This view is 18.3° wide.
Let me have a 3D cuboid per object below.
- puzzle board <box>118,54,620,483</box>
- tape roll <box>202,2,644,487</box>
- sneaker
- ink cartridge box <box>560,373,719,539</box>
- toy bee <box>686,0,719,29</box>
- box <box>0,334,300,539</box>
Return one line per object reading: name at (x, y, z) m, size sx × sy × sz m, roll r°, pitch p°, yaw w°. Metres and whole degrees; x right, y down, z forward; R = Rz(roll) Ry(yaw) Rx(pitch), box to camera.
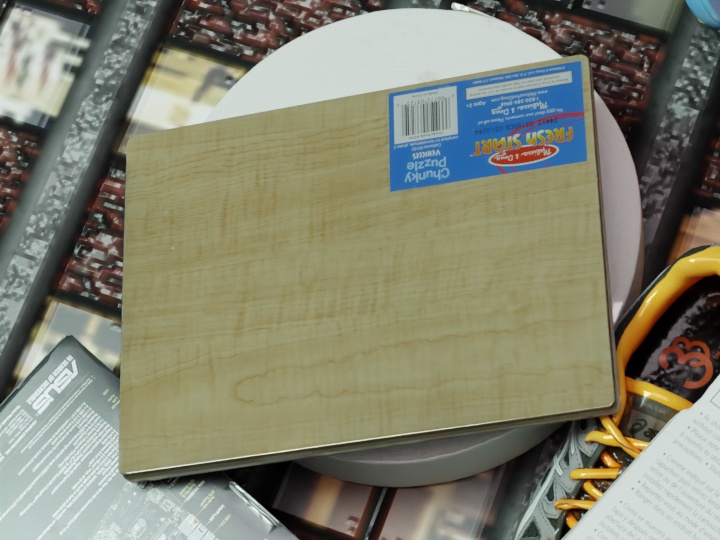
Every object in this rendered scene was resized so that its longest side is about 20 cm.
puzzle board at (0.000, 0.000, 0.879) m, size 0.198 × 0.017 × 0.152 m, roll -9°, pitch 63°, yaw 15°
tape roll at (0.018, -0.012, 0.923) m, size 0.201 × 0.037 × 0.205 m, roll -4°, pitch 68°, yaw 9°
sneaker at (0.104, 0.076, 0.853) m, size 0.078 × 0.077 × 0.201 m, roll 18°, pitch 75°, yaw 15°
ink cartridge box at (0.181, 0.107, 0.746) m, size 0.176 × 0.045 × 0.200 m, roll -47°, pitch 52°, yaw -8°
toy bee at (0.190, -0.132, 0.890) m, size 0.108 × 0.202 × 0.131 m, roll -18°, pitch 35°, yaw -30°
box at (-0.124, 0.151, 0.882) m, size 0.160 × 0.044 × 0.200 m, roll 38°, pitch 80°, yaw 21°
